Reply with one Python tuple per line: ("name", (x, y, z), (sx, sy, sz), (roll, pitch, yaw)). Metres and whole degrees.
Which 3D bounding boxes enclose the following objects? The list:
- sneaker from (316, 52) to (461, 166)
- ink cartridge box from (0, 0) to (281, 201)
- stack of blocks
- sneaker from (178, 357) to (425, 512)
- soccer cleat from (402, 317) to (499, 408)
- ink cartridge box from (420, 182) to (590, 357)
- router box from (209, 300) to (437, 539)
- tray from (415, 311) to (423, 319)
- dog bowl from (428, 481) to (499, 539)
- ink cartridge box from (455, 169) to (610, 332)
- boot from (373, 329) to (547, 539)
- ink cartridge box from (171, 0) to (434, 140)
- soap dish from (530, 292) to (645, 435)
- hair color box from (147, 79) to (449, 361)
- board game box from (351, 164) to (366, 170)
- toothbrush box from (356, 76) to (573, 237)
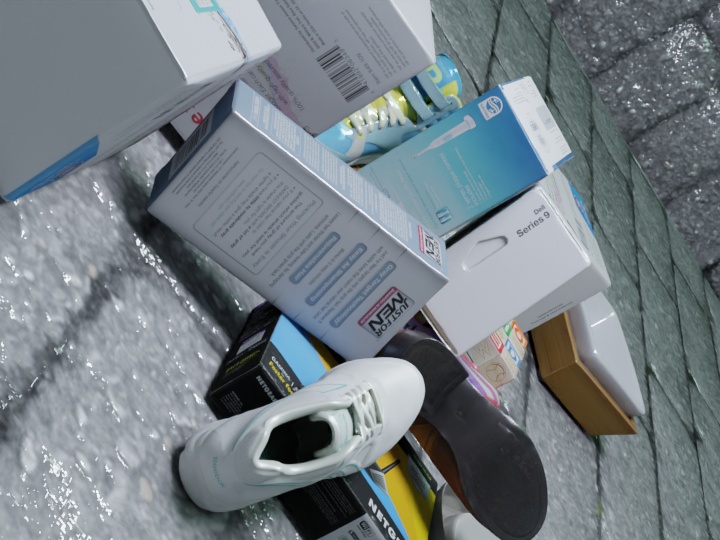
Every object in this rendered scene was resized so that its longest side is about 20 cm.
("sneaker", (0.017, -0.152, 1.388), (0.199, 0.130, 0.080), (-15, 73, -57))
("ink cartridge box", (-0.169, -0.158, 0.985), (0.147, 0.146, 0.200), (59, 18, -5))
("stack of blocks", (0.089, 0.019, 1.544), (0.201, 0.058, 0.115), (59, 19, -8))
("sneaker", (-0.019, 0.104, 0.993), (0.199, 0.080, 0.071), (-21, 90, -42))
("soccer cleat", (0.074, 0.086, 1.381), (0.200, 0.066, 0.077), (29, 58, -56))
("ink cartridge box", (0.122, -0.007, 1.370), (0.084, 0.145, 0.200), (54, 9, -1))
("router box", (-0.022, 0.124, 1.117), (0.201, 0.051, 0.149), (56, 19, -14))
("tray", (0.000, 0.000, 1.376), (0.099, 0.037, 0.200), (65, 18, 10))
("dog bowl", (0.094, 0.267, 1.214), (0.201, 0.058, 0.201), (52, 21, -28))
("ink cartridge box", (0.156, -0.055, 1.686), (0.200, 0.144, 0.148), (46, 24, -38))
("boot", (0.051, 0.120, 1.198), (0.189, 0.068, 0.200), (48, -12, -15))
("ink cartridge box", (-0.064, -0.196, 1.203), (0.147, 0.199, 0.147), (52, 19, -26))
("soap dish", (0.268, 0.091, 1.875), (0.157, 0.081, 0.201), (47, 24, -36))
("hair color box", (-0.042, -0.031, 1.092), (0.199, 0.099, 0.061), (38, 22, -18))
("board game box", (-0.028, -0.141, 1.466), (0.201, 0.030, 0.095), (58, 30, 9))
("toothbrush box", (0.067, -0.076, 1.294), (0.086, 0.199, 0.146), (61, 18, -1))
